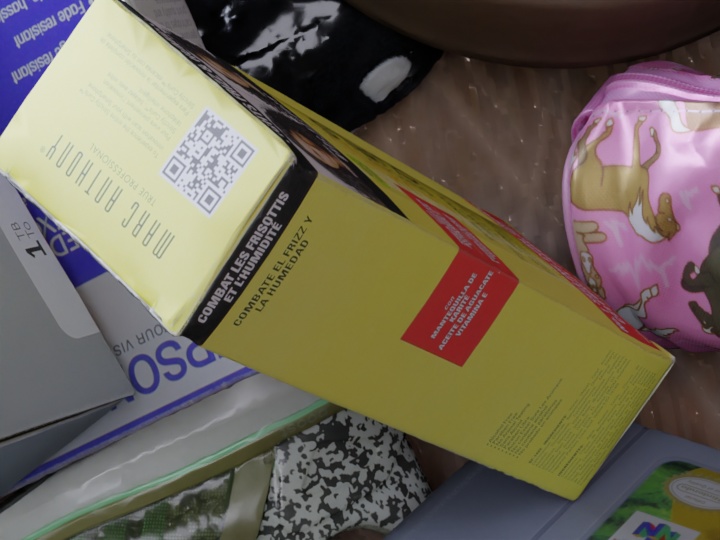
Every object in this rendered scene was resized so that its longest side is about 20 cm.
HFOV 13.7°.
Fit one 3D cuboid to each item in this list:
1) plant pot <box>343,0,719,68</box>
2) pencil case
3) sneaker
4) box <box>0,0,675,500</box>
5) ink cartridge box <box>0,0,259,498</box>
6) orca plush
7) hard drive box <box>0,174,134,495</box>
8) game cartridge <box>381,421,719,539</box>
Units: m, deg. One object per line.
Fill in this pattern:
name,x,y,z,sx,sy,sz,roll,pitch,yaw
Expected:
plant pot,0.055,-0.181,0.789,0.199,0.175,0.202,1,67,-2
pencil case,0.144,-0.020,0.774,0.199,0.082,0.087,-3,84,45
sneaker,-0.061,0.092,0.832,0.199,0.077,0.089,-34,90,2
box,0.000,0.000,0.729,0.075,0.200,0.050,41,97,34
ink cartridge box,-0.130,-0.031,0.825,0.197,0.043,0.201,-25,85,28
orca plush,-0.072,-0.063,0.854,0.199,0.071,0.106,0,80,6
hard drive box,-0.183,0.025,0.795,0.200,0.077,0.156,-36,80,29
game cartridge,0.094,0.099,0.763,0.199,0.041,0.133,17,38,27
